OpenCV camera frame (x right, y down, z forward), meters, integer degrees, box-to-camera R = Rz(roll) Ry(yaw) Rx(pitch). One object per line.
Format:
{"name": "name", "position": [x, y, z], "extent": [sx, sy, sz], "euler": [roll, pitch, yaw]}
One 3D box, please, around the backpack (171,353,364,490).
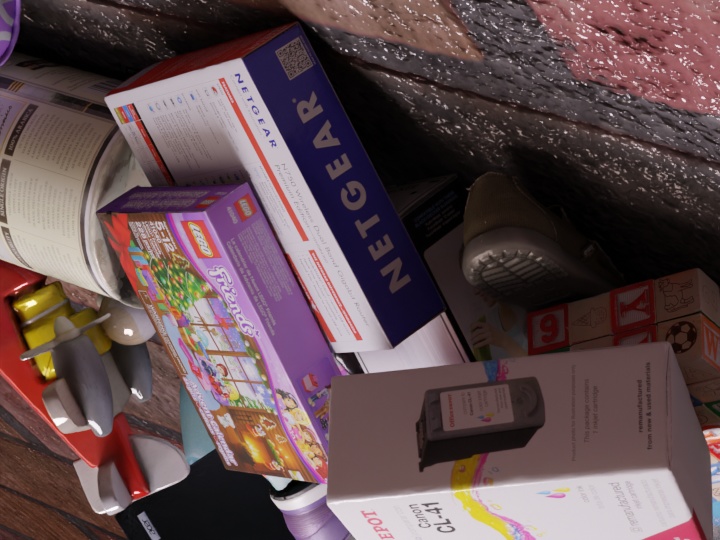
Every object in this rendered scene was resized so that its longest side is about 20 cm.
{"name": "backpack", "position": [-0.068, 0.062, 1.656], "extent": [0.200, 0.127, 0.167], "euler": [48, -176, 42]}

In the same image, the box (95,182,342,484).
{"name": "box", "position": [-0.079, 0.040, 1.428], "extent": [0.137, 0.039, 0.200], "euler": [0, 121, 54]}

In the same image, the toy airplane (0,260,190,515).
{"name": "toy airplane", "position": [-0.190, 0.074, 1.611], "extent": [0.199, 0.141, 0.200], "euler": [40, -173, -44]}

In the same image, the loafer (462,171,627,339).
{"name": "loafer", "position": [0.117, -0.007, 1.369], "extent": [0.075, 0.070, 0.200], "euler": [-16, 155, 18]}

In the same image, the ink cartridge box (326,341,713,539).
{"name": "ink cartridge box", "position": [0.095, 0.117, 1.306], "extent": [0.199, 0.086, 0.148], "euler": [-8, 149, 16]}

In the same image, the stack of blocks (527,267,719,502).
{"name": "stack of blocks", "position": [0.200, 0.077, 1.379], "extent": [0.115, 0.059, 0.200], "euler": [-16, 147, 29]}

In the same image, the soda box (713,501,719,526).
{"name": "soda box", "position": [0.201, 0.116, 1.548], "extent": [0.200, 0.068, 0.064], "euler": [19, 159, 31]}

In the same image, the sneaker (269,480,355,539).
{"name": "sneaker", "position": [0.033, 0.146, 1.683], "extent": [0.088, 0.200, 0.076], "euler": [62, 167, -17]}

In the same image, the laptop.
{"name": "laptop", "position": [-0.052, 0.209, 1.735], "extent": [0.103, 0.200, 0.177], "euler": [-39, 80, 35]}

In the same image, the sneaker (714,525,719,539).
{"name": "sneaker", "position": [0.189, 0.130, 1.625], "extent": [0.199, 0.074, 0.080], "euler": [19, 153, 13]}

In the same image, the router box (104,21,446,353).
{"name": "router box", "position": [-0.056, -0.043, 1.401], "extent": [0.179, 0.049, 0.200], "euler": [-6, 116, 57]}

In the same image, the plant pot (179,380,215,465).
{"name": "plant pot", "position": [-0.074, 0.124, 1.900], "extent": [0.200, 0.135, 0.200], "euler": [27, 162, 10]}

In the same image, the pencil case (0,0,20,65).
{"name": "pencil case", "position": [-0.316, -0.179, 1.525], "extent": [0.200, 0.084, 0.085], "euler": [12, -171, 42]}

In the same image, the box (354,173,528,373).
{"name": "box", "position": [0.051, 0.043, 1.450], "extent": [0.117, 0.060, 0.200], "euler": [-6, 114, 53]}

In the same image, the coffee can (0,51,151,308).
{"name": "coffee can", "position": [-0.207, -0.068, 1.556], "extent": [0.200, 0.147, 0.146], "euler": [18, 159, 34]}
